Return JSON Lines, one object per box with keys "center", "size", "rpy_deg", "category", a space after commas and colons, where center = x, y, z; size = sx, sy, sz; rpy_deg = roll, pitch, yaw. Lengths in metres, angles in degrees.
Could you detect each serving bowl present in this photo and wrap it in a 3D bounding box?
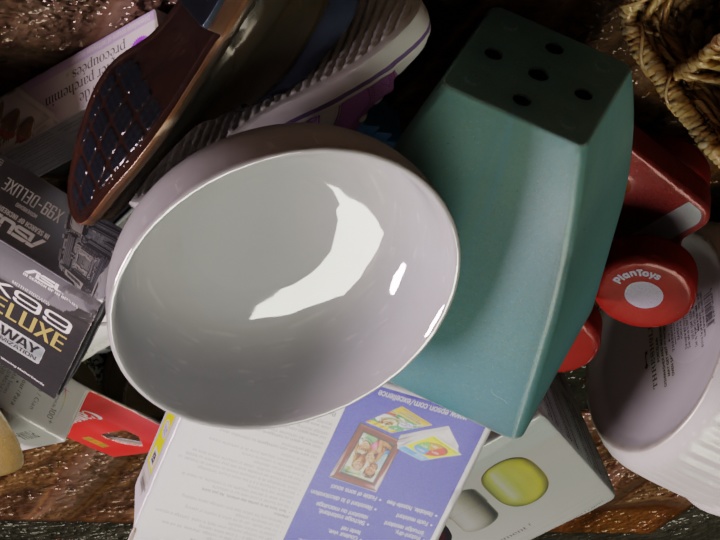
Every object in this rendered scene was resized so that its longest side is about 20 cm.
{"center": [-0.048, -0.007, 1.553], "size": [0.199, 0.066, 0.201], "rpy_deg": [-10, 133, -11], "category": "serving bowl"}

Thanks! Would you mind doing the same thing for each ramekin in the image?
{"center": [0.240, 0.061, 1.909], "size": [0.105, 0.201, 0.200], "rpy_deg": [19, 146, -27], "category": "ramekin"}

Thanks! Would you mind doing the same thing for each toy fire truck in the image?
{"center": [0.118, -0.037, 1.779], "size": [0.168, 0.112, 0.200], "rpy_deg": [38, 134, -26], "category": "toy fire truck"}

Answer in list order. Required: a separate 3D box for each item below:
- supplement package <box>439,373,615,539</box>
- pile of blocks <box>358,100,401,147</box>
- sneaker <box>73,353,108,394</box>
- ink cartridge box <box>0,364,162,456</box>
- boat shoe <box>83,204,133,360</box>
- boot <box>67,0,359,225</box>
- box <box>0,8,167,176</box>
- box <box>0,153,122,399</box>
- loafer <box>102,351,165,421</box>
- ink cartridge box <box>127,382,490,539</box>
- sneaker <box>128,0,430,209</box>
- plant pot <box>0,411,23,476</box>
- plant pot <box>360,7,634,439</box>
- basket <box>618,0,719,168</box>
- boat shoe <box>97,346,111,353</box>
{"center": [0.046, 0.112, 1.970], "size": [0.191, 0.147, 0.200], "rpy_deg": [-28, 153, 9], "category": "supplement package"}
{"center": [-0.019, -0.075, 1.679], "size": [0.082, 0.062, 0.200], "rpy_deg": [-20, 154, 26], "category": "pile of blocks"}
{"center": [-0.137, 0.049, 1.933], "size": [0.089, 0.077, 0.200], "rpy_deg": [-40, 148, 28], "category": "sneaker"}
{"center": [-0.219, 0.100, 1.885], "size": [0.176, 0.045, 0.200], "rpy_deg": [29, 164, -16], "category": "ink cartridge box"}
{"center": [-0.125, 0.006, 1.717], "size": [0.202, 0.086, 0.074], "rpy_deg": [-45, 143, 20], "category": "boat shoe"}
{"center": [-0.079, -0.097, 1.527], "size": [0.097, 0.075, 0.200], "rpy_deg": [14, 122, -37], "category": "boot"}
{"center": [-0.173, -0.090, 1.626], "size": [0.200, 0.039, 0.041], "rpy_deg": [-26, 151, 35], "category": "box"}
{"center": [-0.233, -0.022, 1.616], "size": [0.200, 0.050, 0.158], "rpy_deg": [32, 153, -2], "category": "box"}
{"center": [-0.095, 0.040, 1.846], "size": [0.076, 0.068, 0.200], "rpy_deg": [19, 125, -42], "category": "loafer"}
{"center": [-0.039, 0.137, 1.820], "size": [0.197, 0.047, 0.201], "rpy_deg": [17, 116, -17], "category": "ink cartridge box"}
{"center": [-0.028, -0.073, 1.595], "size": [0.200, 0.073, 0.114], "rpy_deg": [-34, 129, 11], "category": "sneaker"}
{"center": [-0.296, 0.065, 1.785], "size": [0.027, 0.200, 0.200], "rpy_deg": [-47, 167, -21], "category": "plant pot"}
{"center": [0.079, -0.039, 1.636], "size": [0.141, 0.141, 0.200], "rpy_deg": [25, 133, 8], "category": "plant pot"}
{"center": [0.255, -0.124, 1.550], "size": [0.148, 0.143, 0.200], "rpy_deg": [6, 153, -30], "category": "basket"}
{"center": [-0.232, 0.002, 1.789], "size": [0.091, 0.071, 0.200], "rpy_deg": [-14, 149, 19], "category": "boat shoe"}
